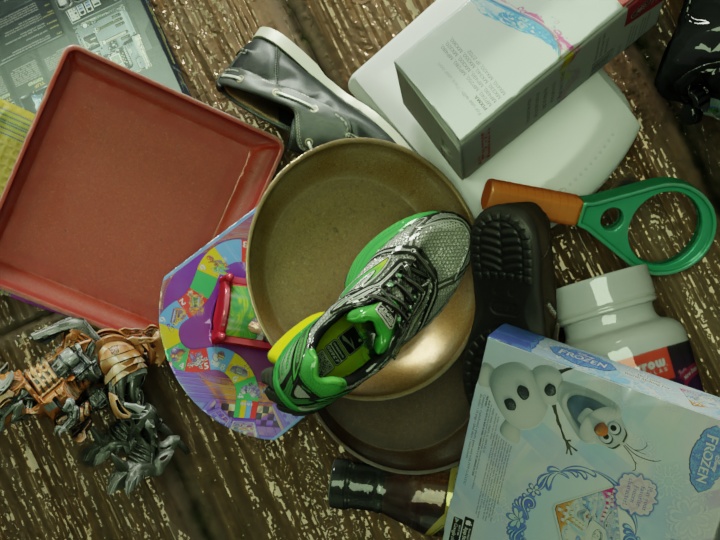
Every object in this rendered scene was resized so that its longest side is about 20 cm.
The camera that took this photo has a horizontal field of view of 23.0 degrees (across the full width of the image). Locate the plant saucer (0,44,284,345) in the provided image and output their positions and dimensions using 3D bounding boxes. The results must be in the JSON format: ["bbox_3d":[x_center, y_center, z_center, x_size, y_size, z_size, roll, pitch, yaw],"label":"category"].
[{"bbox_3d":[-0.189,-0.054,1.431,0.199,0.037,0.201,23,92,-22],"label":"plant saucer"}]

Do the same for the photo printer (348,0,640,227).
[{"bbox_3d":[0.113,-0.129,1.425,0.166,0.069,0.200,-40,83,2],"label":"photo printer"}]

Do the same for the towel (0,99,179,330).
[{"bbox_3d":[-0.254,-0.044,1.440,0.199,0.023,0.144,24,91,-23],"label":"towel"}]

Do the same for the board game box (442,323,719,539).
[{"bbox_3d":[0.170,0.165,1.309,0.198,0.043,0.201,20,113,20],"label":"board game box"}]

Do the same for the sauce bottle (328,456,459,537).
[{"bbox_3d":[0.075,0.182,1.415,0.198,0.066,0.067,7,87,9],"label":"sauce bottle"}]

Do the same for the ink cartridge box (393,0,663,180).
[{"bbox_3d":[0.126,-0.171,1.318,0.200,0.146,0.083,-39,82,-1],"label":"ink cartridge box"}]

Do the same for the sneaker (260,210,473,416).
[{"bbox_3d":[0.019,0.032,1.299,0.078,0.085,0.200,48,68,-12],"label":"sneaker"}]

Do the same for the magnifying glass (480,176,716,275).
[{"bbox_3d":[0.189,-0.043,1.392,0.199,0.022,0.080,10,111,-17],"label":"magnifying glass"}]

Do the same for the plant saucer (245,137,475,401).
[{"bbox_3d":[0.000,0.000,1.360,0.199,0.035,0.202,3,83,-23],"label":"plant saucer"}]

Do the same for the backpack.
[{"bbox_3d":[0.345,-0.176,1.375,0.199,0.127,0.168,20,104,4],"label":"backpack"}]

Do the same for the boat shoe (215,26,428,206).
[{"bbox_3d":[-0.029,-0.111,1.431,0.200,0.072,0.068,40,68,11],"label":"boat shoe"}]

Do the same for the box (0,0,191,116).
[{"bbox_3d":[-0.260,-0.168,1.477,0.199,0.051,0.159,-26,84,3],"label":"box"}]

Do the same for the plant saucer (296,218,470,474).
[{"bbox_3d":[0.036,0.061,1.405,0.199,0.034,0.202,3,83,-23],"label":"plant saucer"}]

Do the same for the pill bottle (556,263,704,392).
[{"bbox_3d":[0.212,0.102,1.379,0.111,0.111,0.201,-17,85,5],"label":"pill bottle"}]

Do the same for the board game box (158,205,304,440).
[{"bbox_3d":[-0.061,0.031,1.411,0.200,0.039,0.158,-38,93,-19],"label":"board game box"}]

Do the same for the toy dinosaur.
[{"bbox_3d":[-0.196,0.095,1.407,0.199,0.102,0.137,-13,108,4],"label":"toy dinosaur"}]

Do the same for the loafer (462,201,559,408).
[{"bbox_3d":[0.127,0.036,1.359,0.073,0.071,0.201,17,121,27],"label":"loafer"}]
